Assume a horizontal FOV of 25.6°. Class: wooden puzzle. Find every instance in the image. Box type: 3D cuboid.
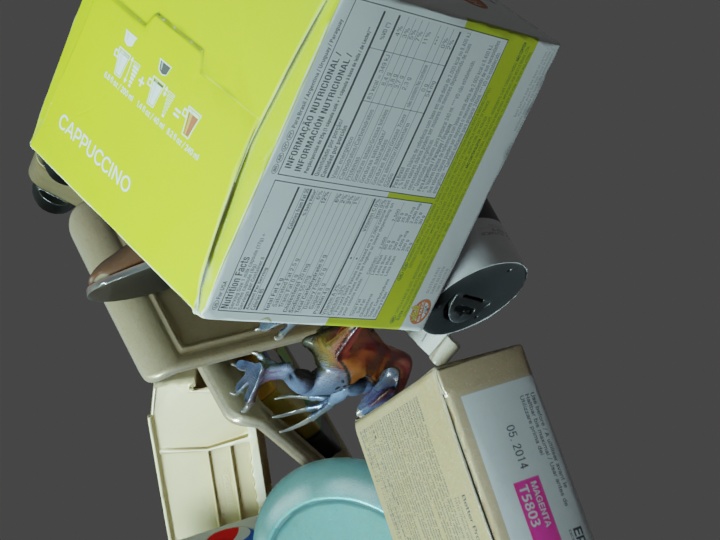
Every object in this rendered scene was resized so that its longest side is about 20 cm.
[{"bbox_3d":[-0.109,-0.002,1.254,0.186,0.198,0.037,57,151,35],"label":"wooden puzzle"},{"bbox_3d":[-0.080,0.084,1.307,0.200,0.037,0.186,41,-167,-54],"label":"wooden puzzle"}]

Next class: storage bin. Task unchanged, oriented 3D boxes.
[{"bbox_3d":[-0.135,0.157,1.455,0.200,0.092,0.201,-104,7,-72],"label":"storage bin"}]

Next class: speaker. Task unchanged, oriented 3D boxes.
[{"bbox_3d":[0.033,-0.058,1.055,0.201,0.080,0.082,63,154,26],"label":"speaker"}]

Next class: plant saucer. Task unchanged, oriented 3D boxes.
[{"bbox_3d":[-0.001,0.243,1.228,0.198,0.027,0.203,9,111,23],"label":"plant saucer"}]

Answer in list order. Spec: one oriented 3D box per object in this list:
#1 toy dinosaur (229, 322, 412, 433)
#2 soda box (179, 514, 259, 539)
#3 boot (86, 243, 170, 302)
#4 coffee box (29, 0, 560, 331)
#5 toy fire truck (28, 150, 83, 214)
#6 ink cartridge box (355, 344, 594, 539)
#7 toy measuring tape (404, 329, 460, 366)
[{"bbox_3d":[-0.007,0.073,1.117,0.199,0.180,0.106,11,88,49],"label":"toy dinosaur"},{"bbox_3d":[-0.075,0.245,1.323,0.064,0.198,0.069,-153,52,-63],"label":"soda box"},{"bbox_3d":[-0.159,-0.096,1.203,0.202,0.185,0.064,62,169,13],"label":"boot"},{"bbox_3d":[-0.043,-0.104,0.941,0.199,0.196,0.202,40,113,37],"label":"coffee box"},{"bbox_3d":[-0.196,-0.124,1.478,0.202,0.175,0.129,-69,11,-24],"label":"toy fire truck"},{"bbox_3d":[0.083,0.170,1.087,0.165,0.074,0.202,-39,68,63],"label":"ink cartridge box"},{"bbox_3d":[0.000,0.000,1.170,0.200,0.073,0.074,48,145,46],"label":"toy measuring tape"}]
